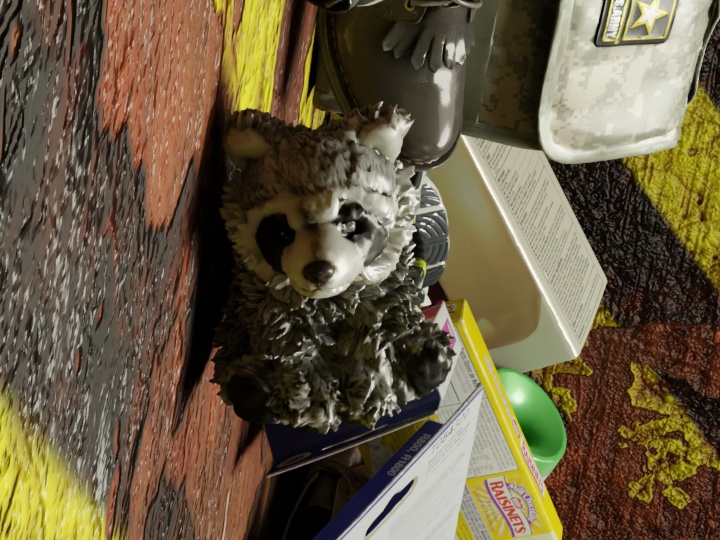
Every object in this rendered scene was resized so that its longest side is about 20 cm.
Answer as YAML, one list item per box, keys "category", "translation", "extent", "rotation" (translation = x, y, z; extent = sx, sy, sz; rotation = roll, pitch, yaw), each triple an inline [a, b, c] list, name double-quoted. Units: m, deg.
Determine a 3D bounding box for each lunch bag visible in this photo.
- category: "lunch bag"
  translation: [0.086, -0.151, 1.040]
  extent: [0.118, 0.198, 0.165]
  rotation: [-71, 172, -60]

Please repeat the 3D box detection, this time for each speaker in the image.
- category: "speaker"
  translation: [0.049, 0.151, 1.429]
  extent: [0.200, 0.088, 0.089]
  rotation: [-42, -162, 33]

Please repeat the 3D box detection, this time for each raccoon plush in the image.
- category: "raccoon plush"
  translation: [-0.030, -0.024, 0.863]
  extent: [0.200, 0.096, 0.135]
  rotation: [-134, -145, -60]

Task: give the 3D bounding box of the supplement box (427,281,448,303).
- category: "supplement box"
  translation: [0.029, 0.071, 1.514]
  extent: [0.201, 0.085, 0.111]
  rotation: [94, 8, -57]

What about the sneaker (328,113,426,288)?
- category: "sneaker"
  translation: [0.000, 0.000, 1.100]
  extent: [0.201, 0.075, 0.077]
  rotation: [-72, 171, -47]

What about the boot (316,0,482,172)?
- category: "boot"
  translation: [0.050, -0.134, 0.881]
  extent: [0.174, 0.069, 0.202]
  rotation: [15, -66, 59]

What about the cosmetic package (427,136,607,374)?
- category: "cosmetic package"
  translation: [0.087, -0.039, 1.404]
  extent: [0.201, 0.071, 0.105]
  rotation: [62, 31, -20]

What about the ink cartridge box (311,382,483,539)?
- category: "ink cartridge box"
  translation: [-0.004, 0.181, 1.238]
  extent: [0.196, 0.043, 0.201]
  rotation: [-42, 149, -41]

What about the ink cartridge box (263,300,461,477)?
- category: "ink cartridge box"
  translation: [0.001, 0.061, 1.115]
  extent: [0.200, 0.094, 0.037]
  rotation: [-60, 128, -79]

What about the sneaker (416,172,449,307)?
- category: "sneaker"
  translation: [0.008, -0.020, 1.293]
  extent: [0.200, 0.077, 0.080]
  rotation: [101, -17, -65]

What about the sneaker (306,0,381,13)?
- category: "sneaker"
  translation: [-0.011, -0.135, 0.799]
  extent: [0.100, 0.070, 0.200]
  rotation: [-57, 178, -23]

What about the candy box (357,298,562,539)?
- category: "candy box"
  translation: [0.050, 0.107, 1.305]
  extent: [0.027, 0.101, 0.201]
  rotation: [-79, 151, -51]

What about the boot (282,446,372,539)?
- category: "boot"
  translation: [-0.010, 0.137, 1.351]
  extent: [0.076, 0.073, 0.202]
  rotation: [63, 39, -66]
